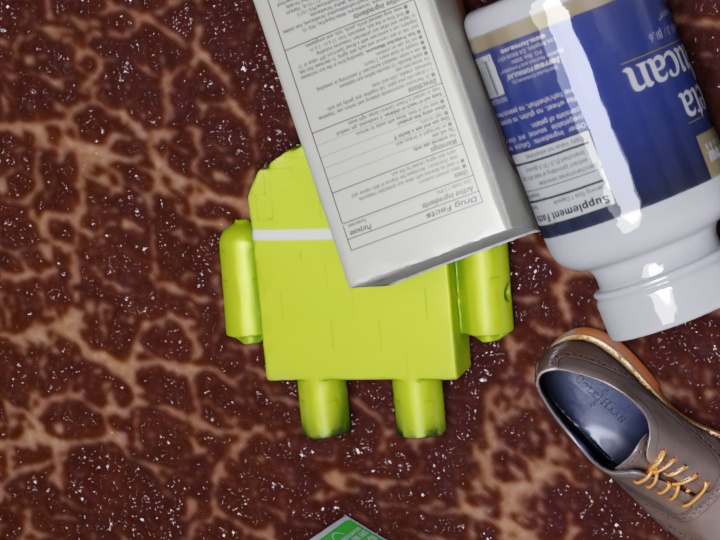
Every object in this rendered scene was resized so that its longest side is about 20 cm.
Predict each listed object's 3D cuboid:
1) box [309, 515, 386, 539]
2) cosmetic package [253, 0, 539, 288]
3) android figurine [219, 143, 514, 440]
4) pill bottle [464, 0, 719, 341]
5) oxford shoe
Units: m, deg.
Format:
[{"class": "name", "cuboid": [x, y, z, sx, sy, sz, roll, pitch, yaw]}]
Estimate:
[{"class": "box", "cuboid": [0.008, 0.282, 1.647, 0.176, 0.097, 0.200, 31, 108, 13]}, {"class": "cosmetic package", "cuboid": [0.017, -0.100, 1.531, 0.103, 0.087, 0.201, -19, 85, 15]}, {"class": "android figurine", "cuboid": [0.000, 0.000, 1.620, 0.181, 0.041, 0.201, -3, 100, 20]}, {"class": "pill bottle", "cuboid": [0.142, -0.068, 1.519, 0.111, 0.111, 0.201, -20, 95, 22]}, {"class": "oxford shoe", "cuboid": [0.175, 0.117, 1.565, 0.200, 0.073, 0.071, 39, 110, 8]}]
